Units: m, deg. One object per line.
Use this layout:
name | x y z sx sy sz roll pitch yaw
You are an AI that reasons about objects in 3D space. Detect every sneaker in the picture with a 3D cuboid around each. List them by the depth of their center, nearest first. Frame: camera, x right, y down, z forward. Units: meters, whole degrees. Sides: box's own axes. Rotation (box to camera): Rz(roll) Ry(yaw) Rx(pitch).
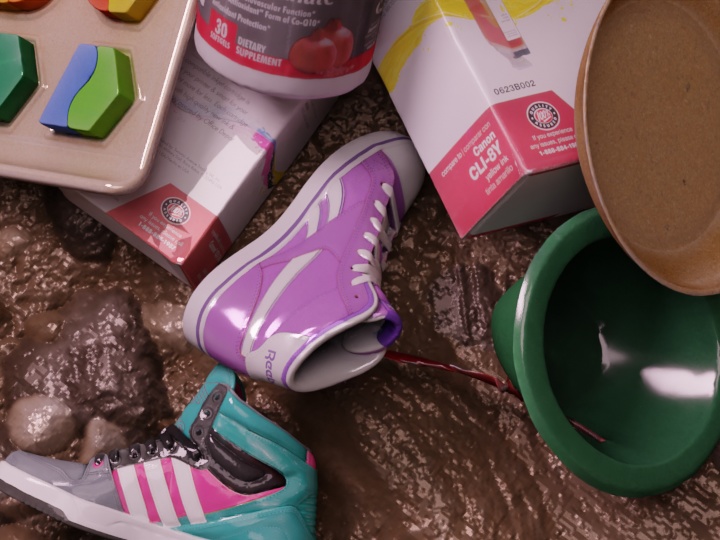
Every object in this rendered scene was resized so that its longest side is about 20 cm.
sneaker | -0.112 0.109 1.112 0.198 0.084 0.122 17 81 1
sneaker | 0.000 0.001 1.112 0.114 0.073 0.201 23 57 35

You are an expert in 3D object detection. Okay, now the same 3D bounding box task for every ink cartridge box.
ink cartridge box | 0.090 -0.136 1.139 0.144 0.083 0.201 -15 70 -34
ink cartridge box | -0.094 -0.105 1.183 0.116 0.068 0.201 35 81 13

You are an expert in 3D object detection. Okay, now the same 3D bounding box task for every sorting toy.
sorting toy | -0.183 -0.150 1.153 0.184 0.036 0.202 10 76 34

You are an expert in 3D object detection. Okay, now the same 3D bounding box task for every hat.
hat | 0.105 0.048 1.150 0.200 0.175 0.166 43 64 -22

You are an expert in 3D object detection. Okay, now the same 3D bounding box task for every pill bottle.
pill bottle | -0.030 -0.210 1.062 0.109 0.202 0.111 9 32 -5

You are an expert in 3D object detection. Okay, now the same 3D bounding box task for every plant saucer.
plant saucer | 0.185 -0.086 1.081 0.035 0.199 0.202 -2 67 49
